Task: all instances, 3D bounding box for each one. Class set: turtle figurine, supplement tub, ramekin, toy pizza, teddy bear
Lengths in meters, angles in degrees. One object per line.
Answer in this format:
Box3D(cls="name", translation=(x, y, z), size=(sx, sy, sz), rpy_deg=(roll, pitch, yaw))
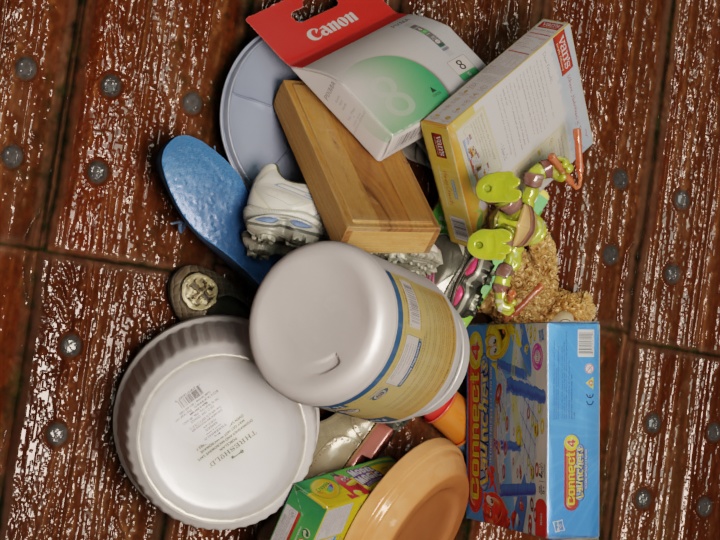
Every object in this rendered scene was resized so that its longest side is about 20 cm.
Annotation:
Box3D(cls="turtle figurine", translation=(0.148, -0.054, 1.574), size=(0.064, 0.161, 0.201), rpy_deg=(24, 93, 21))
Box3D(cls="supplement tub", translation=(0.005, 0.061, 1.509), size=(0.200, 0.144, 0.146), rpy_deg=(23, 78, -60))
Box3D(cls="ramekin", translation=(-0.132, 0.148, 1.554), size=(0.199, 0.105, 0.202), rpy_deg=(-1, 97, -8))
Box3D(cls="toy pizza", translation=(-0.052, -0.147, 1.657), size=(0.199, 0.032, 0.202), rpy_deg=(1, 87, -28))
Box3D(cls="teddy bear", translation=(0.160, 0.021, 1.733), size=(0.145, 0.067, 0.201), rpy_deg=(-38, 103, -17))

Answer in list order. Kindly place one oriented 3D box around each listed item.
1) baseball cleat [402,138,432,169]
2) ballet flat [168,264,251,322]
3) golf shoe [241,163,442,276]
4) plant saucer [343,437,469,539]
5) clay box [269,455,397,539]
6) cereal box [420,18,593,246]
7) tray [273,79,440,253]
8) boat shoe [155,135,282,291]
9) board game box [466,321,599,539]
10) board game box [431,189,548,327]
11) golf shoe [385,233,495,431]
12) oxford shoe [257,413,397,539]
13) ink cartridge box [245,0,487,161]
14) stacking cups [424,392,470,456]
Box3D(cls="baseball cleat", translation=(0.104, -0.154, 1.705), size=(0.199, 0.070, 0.107), rpy_deg=(2, 89, -27))
Box3D(cls="ballet flat", translation=(-0.110, 0.072, 1.624), size=(0.067, 0.046, 0.200), rpy_deg=(-45, 106, -18))
Box3D(cls="golf shoe", translation=(-0.012, -0.050, 1.579), size=(0.199, 0.078, 0.098), rpy_deg=(13, 64, -18))
Box3D(cls="plant saucer", translation=(0.046, 0.259, 1.628), size=(0.200, 0.037, 0.201), rpy_deg=(-41, 147, -33))
Box3D(cls="clay box", translation=(-0.015, 0.247, 1.604), size=(0.200, 0.047, 0.115), rpy_deg=(-6, 123, -60))
Box3D(cls="cereal box", translation=(0.147, -0.135, 1.625), size=(0.200, 0.039, 0.145), rpy_deg=(-41, 131, -32))
Box3D(cls="tray", translation=(-0.005, -0.101, 1.572), size=(0.098, 0.037, 0.201), rpy_deg=(0, 47, -28))
Box3D(cls="boat shoe", translation=(-0.134, -0.042, 1.604), size=(0.084, 0.069, 0.201), rpy_deg=(-40, 108, -17))
Box3D(cls="board game box", translation=(0.164, 0.150, 1.606), size=(0.055, 0.196, 0.202), rpy_deg=(1, 87, -19))
Box3D(cls="board game box", translation=(0.101, -0.020, 1.684), size=(0.095, 0.030, 0.201), rpy_deg=(34, 87, -8))
Box3D(cls="golf shoe", translation=(0.058, 0.059, 1.638), size=(0.088, 0.077, 0.201), rpy_deg=(24, 81, 9))
Box3D(cls="oxford shoe", translation=(-0.042, 0.196, 1.654), size=(0.075, 0.071, 0.200), rpy_deg=(40, 74, 9))
Box3D(cls="ink cartridge box", translation=(0.012, -0.215, 1.611), size=(0.161, 0.050, 0.200), rpy_deg=(-32, 75, -38))
Box3D(cls="stacking cups", translation=(0.123, 0.175, 1.728), size=(0.200, 0.060, 0.061), rpy_deg=(41, 74, -13))
